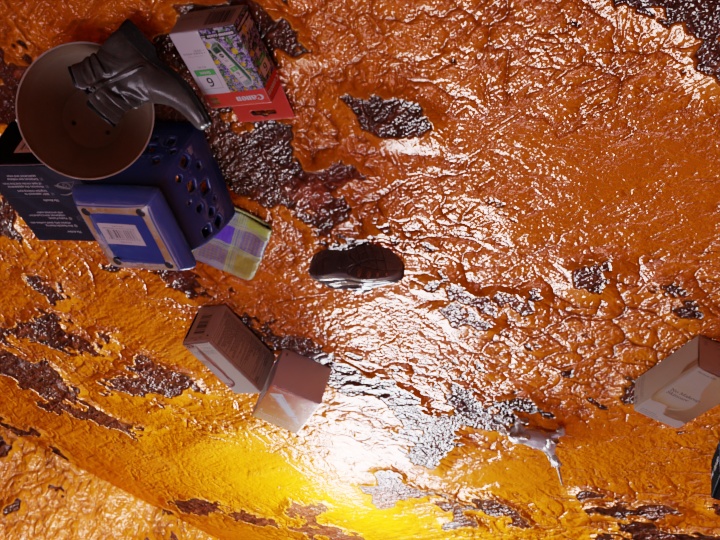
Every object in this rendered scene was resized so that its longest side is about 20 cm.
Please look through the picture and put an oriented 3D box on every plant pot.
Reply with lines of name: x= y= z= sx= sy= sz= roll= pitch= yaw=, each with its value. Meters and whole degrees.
plant pot: x=-0.353 y=-0.116 z=1.407 sx=0.197 sy=0.181 sz=0.201 roll=4 pitch=138 yaw=21
plant pot: x=-0.421 y=-0.243 z=1.304 sx=0.199 sy=0.202 sz=0.134 roll=28 pitch=179 yaw=-14

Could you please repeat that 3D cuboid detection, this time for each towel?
towel: x=-0.249 y=-0.055 z=1.595 sx=0.142 sy=0.023 sz=0.200 roll=24 pitch=144 yaw=-7

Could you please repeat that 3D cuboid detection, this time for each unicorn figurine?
unicorn figurine: x=0.399 y=0.382 z=1.865 sx=0.198 sy=0.074 sz=0.138 roll=30 pitch=155 yaw=8

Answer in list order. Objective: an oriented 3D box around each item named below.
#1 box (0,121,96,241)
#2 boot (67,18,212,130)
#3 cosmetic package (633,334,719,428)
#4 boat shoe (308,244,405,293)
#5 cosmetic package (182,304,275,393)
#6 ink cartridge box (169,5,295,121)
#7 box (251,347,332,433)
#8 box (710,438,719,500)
box: x=-0.525 y=-0.158 z=1.496 sx=0.194 sy=0.118 sz=0.201 roll=2 pitch=141 yaw=21
boot: x=-0.323 y=-0.255 z=1.232 sx=0.200 sy=0.131 sz=0.068 roll=47 pitch=179 yaw=-6
cosmetic package: x=0.599 y=0.207 z=1.528 sx=0.104 sy=0.072 sz=0.201 roll=22 pitch=145 yaw=-5
boat shoe: x=0.000 y=0.000 z=1.528 sx=0.198 sy=0.075 sz=0.073 roll=4 pitch=154 yaw=34
cosmetic package: x=-0.289 y=0.178 z=1.857 sx=0.086 sy=0.104 sz=0.201 roll=-7 pitch=136 yaw=34
ink cartridge box: x=-0.181 y=-0.283 z=1.221 sx=0.107 sy=0.051 sz=0.201 roll=0 pitch=140 yaw=24
box: x=-0.162 y=0.284 z=1.945 sx=0.123 sy=0.098 sz=0.200 roll=23 pitch=144 yaw=-7
box: x=0.823 y=0.405 z=1.683 sx=0.197 sy=0.087 sz=0.165 roll=7 pitch=143 yaw=16
